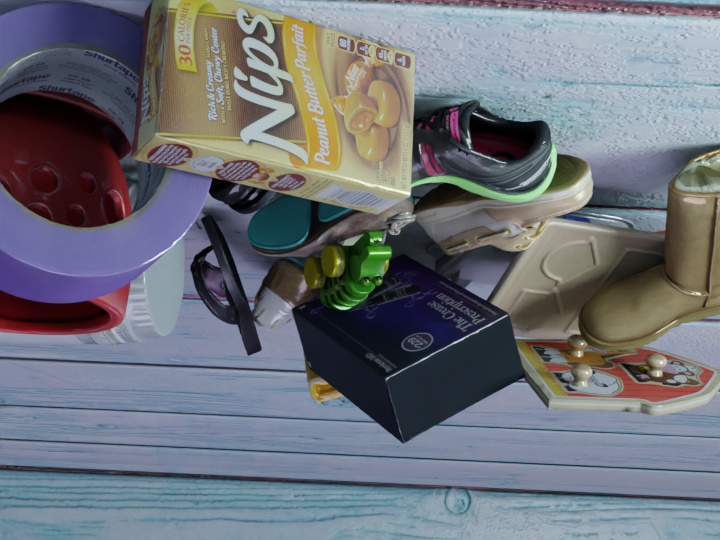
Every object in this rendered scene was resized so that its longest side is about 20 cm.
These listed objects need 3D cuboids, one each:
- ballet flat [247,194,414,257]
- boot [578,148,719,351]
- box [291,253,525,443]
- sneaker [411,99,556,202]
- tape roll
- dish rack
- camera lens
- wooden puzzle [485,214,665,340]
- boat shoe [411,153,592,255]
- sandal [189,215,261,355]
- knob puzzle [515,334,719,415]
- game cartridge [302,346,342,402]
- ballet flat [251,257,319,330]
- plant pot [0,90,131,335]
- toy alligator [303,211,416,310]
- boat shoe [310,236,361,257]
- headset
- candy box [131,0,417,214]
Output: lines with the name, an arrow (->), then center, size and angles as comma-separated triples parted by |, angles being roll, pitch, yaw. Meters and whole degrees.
ballet flat -> -0.026, -0.045, 1.256 | 0.067, 0.068, 0.199 | 27, 153, -36
boot -> 0.280, -0.020, 1.183 | 0.174, 0.066, 0.200 | -20, 147, -6
box -> 0.042, 0.070, 1.274 | 0.141, 0.079, 0.200 | -29, -152, -19
sneaker -> 0.062, -0.107, 1.069 | 0.199, 0.077, 0.084 | 2, 144, -4
tape roll -> -0.211, -0.083, 0.943 | 0.199, 0.201, 0.085 | 10, 161, -24
dish rack -> 0.174, -0.016, 1.371 | 0.171, 0.044, 0.200 | 8, 161, -16
camera lens -> -0.283, -0.009, 1.261 | 0.199, 0.161, 0.160 | 0, 163, 7
wooden puzzle -> 0.222, 0.007, 1.299 | 0.199, 0.046, 0.186 | 3, 144, -19
boat shoe -> 0.134, -0.052, 1.172 | 0.200, 0.074, 0.069 | -7, 120, 51
sandal -> -0.148, 0.026, 1.402 | 0.048, 0.076, 0.201 | -19, 137, -6
knob puzzle -> 0.252, 0.090, 1.256 | 0.218, 0.031, 0.220 | 4, -166, -1
game cartridge -> 0.024, 0.069, 1.430 | 0.175, 0.033, 0.200 | -15, -162, 0
ballet flat -> -0.089, 0.031, 1.445 | 0.068, 0.072, 0.200 | 42, 171, -7
plant pot -> -0.284, -0.054, 1.074 | 0.199, 0.184, 0.201 | 2, 163, 1
toy alligator -> 0.000, 0.000, 1.233 | 0.059, 0.055, 0.200 | -2, 166, -28
boat shoe -> -0.023, 0.001, 1.417 | 0.073, 0.063, 0.200 | 0, 163, 7
headset -> -0.129, -0.102, 1.130 | 0.123, 0.094, 0.200 | 13, 145, -19
candy box -> -0.058, -0.119, 0.943 | 0.199, 0.116, 0.055 | 12, 160, -27
